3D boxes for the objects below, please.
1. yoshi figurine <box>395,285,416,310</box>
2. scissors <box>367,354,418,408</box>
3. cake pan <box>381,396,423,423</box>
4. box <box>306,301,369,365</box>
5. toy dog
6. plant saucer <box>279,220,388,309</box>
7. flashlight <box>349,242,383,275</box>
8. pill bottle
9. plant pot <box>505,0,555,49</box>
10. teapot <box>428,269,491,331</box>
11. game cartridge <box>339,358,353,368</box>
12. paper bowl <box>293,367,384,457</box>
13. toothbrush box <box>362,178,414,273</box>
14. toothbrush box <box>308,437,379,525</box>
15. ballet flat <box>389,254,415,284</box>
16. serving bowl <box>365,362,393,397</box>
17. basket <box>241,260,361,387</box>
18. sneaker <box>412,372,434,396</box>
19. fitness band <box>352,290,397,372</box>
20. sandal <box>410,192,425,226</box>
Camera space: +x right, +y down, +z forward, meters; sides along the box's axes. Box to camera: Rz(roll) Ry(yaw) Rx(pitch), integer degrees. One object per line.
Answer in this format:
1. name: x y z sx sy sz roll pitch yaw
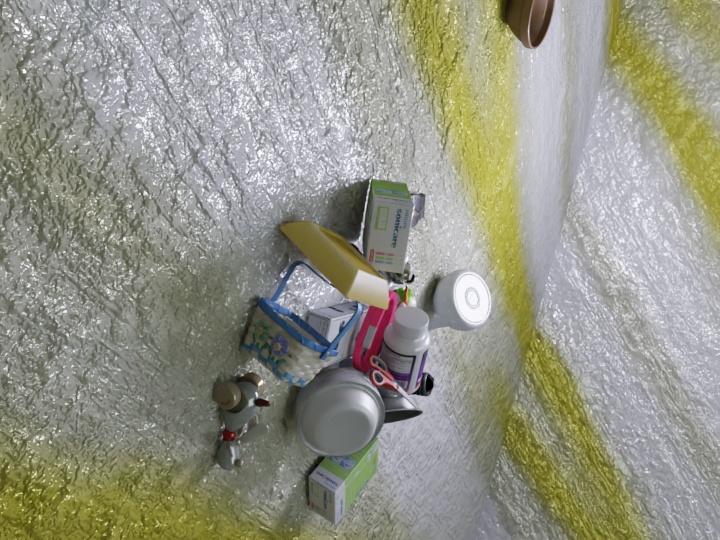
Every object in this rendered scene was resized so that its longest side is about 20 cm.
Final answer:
1. yoshi figurine: 0.107 0.128 1.748 0.112 0.112 0.200 43 28 -19
2. scissors: 0.079 0.257 1.567 0.200 0.014 0.073 36 41 -40
3. cake pan: 0.055 0.348 1.674 0.200 0.199 0.037 39 39 -62
4. box: -0.052 0.139 1.521 0.200 0.060 0.117 -11 118 -61
5. toy dog: -0.214 0.287 1.271 0.132 0.096 0.201 -43 143 -43
6. plant saucer: -0.034 -0.018 1.284 0.048 0.200 0.200 -48 156 10
7. flashlight: 0.000 0.000 1.520 0.068 0.068 0.200 -41 153 2
8. pill bottle: 0.103 0.187 1.600 0.111 0.111 0.201 -38 146 -47
9. plant pot: 0.461 -0.721 1.870 0.201 0.092 0.202 -42 142 -45
10. teapot: 0.291 0.093 2.060 0.199 0.146 0.199 8 74 -35
11. game cartridge: -0.024 0.305 1.718 0.133 0.041 0.200 -55 150 -20
12. paper bowl: -0.044 0.326 1.499 0.199 0.104 0.202 -6 115 -13
13. toothbrush box: 0.055 -0.099 1.429 0.200 0.086 0.146 -96 -166 -69
14. toothbrush box: -0.041 0.526 1.754 0.200 0.086 0.146 -44 148 -40
15. ballet flat: 0.095 -0.023 1.682 0.075 0.074 0.200 -62 153 -15
16. serving bowl: 0.068 0.270 1.779 0.200 0.065 0.201 7 90 -73
17. basket: -0.109 0.102 1.256 0.200 0.176 0.139 -56 149 -3
18. sneaker: 0.146 0.301 1.765 0.200 0.099 0.071 46 51 -71
19. fitness band: 0.034 0.140 1.580 0.144 0.037 0.201 58 53 -71
20. sandal: 0.119 -0.153 1.659 0.201 0.057 0.080 -27 127 -74
